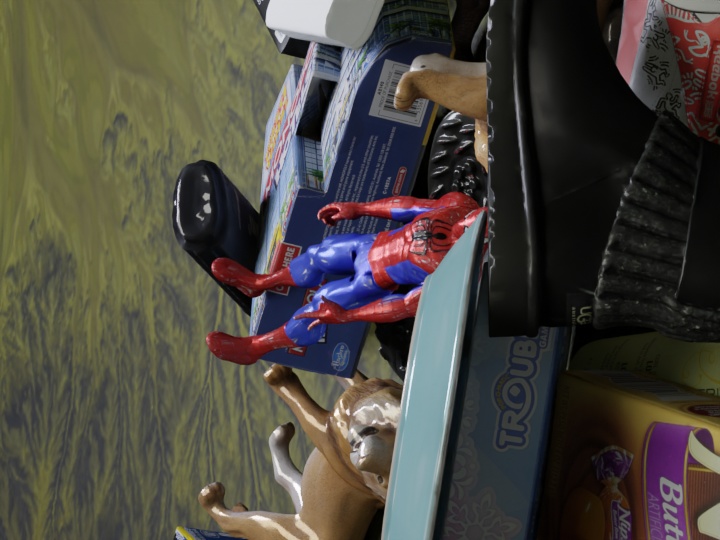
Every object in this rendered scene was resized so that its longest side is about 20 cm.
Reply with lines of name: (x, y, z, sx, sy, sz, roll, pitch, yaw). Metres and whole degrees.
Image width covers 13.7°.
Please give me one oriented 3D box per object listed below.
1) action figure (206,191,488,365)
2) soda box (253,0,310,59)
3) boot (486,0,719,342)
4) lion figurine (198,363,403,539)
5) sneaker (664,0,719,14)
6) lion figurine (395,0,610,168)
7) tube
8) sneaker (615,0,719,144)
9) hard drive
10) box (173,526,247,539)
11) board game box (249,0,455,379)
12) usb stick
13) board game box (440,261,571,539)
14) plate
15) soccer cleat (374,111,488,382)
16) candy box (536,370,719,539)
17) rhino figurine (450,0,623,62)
action figure: (0.000, 0.000, 1.463, 0.200, 0.052, 0.066, -17, 56, 42)
soda box: (0.015, -0.211, 1.678, 0.200, 0.071, 0.063, -61, 34, 29)
boot: (0.135, -0.056, 1.319, 0.079, 0.158, 0.211, 82, -171, -63)
lion figurine: (-0.013, 0.118, 1.642, 0.123, 0.072, 0.200, 50, 144, 21)
sneaker: (0.193, -0.153, 1.245, 0.200, 0.115, 0.076, 0, 71, 28)
lion figurine: (0.090, -0.119, 1.423, 0.072, 0.122, 0.200, -48, -29, -76)
tube: (0.174, 0.049, 1.355, 0.200, 0.052, 0.058, -7, 115, 53)
sneaker: (0.176, -0.099, 1.372, 0.108, 0.067, 0.202, 3, 94, 46)
hard drive: (-0.002, -0.179, 1.511, 0.200, 0.026, 0.132, -148, 79, -79)
box: (-0.044, 0.211, 1.655, 0.200, 0.070, 0.064, 37, 112, 57)
board game box: (-0.009, -0.078, 1.618, 0.200, 0.062, 0.200, -97, 22, -63)
usb stick: (-0.066, -0.011, 1.678, 0.200, 0.033, 0.056, 51, -141, -70)
board game box: (0.068, 0.099, 1.423, 0.199, 0.043, 0.200, 10, -91, -84)
plate: (0.031, 0.070, 1.336, 0.200, 0.026, 0.201, 8, -90, -87)
soccer cleat: (0.062, -0.015, 1.562, 0.068, 0.073, 0.200, 38, 136, 23)
candy box: (0.162, 0.121, 1.295, 0.200, 0.056, 0.117, 17, 103, 47)
rhino figurine: (0.116, -0.146, 1.497, 0.200, 0.060, 0.088, -1, 82, 54)
